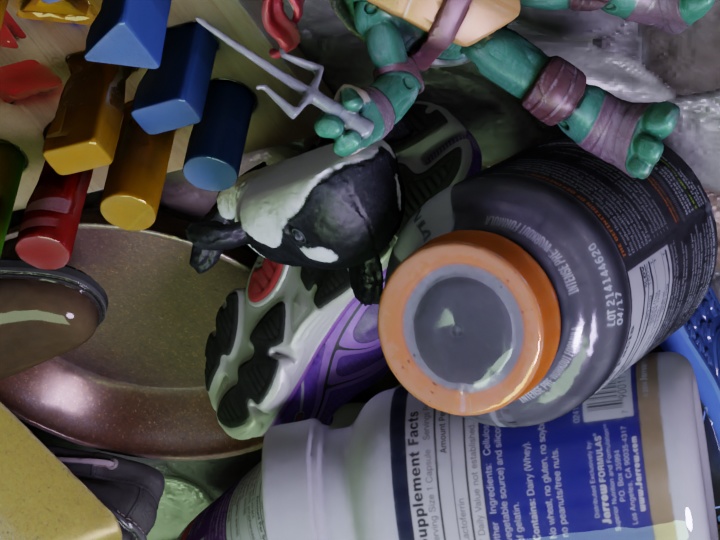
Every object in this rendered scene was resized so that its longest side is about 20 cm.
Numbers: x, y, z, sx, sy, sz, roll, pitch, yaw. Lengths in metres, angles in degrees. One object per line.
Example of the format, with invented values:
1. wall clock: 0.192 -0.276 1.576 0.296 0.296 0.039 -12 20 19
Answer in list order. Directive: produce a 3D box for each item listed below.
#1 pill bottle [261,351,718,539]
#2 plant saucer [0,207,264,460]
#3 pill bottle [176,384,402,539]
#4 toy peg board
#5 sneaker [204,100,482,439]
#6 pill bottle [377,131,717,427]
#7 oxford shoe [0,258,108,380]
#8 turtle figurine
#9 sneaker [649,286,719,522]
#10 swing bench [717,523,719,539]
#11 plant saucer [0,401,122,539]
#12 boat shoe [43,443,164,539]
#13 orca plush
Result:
1. pill bottle: 0.060 0.105 1.252 0.199 0.116 0.116 -8 141 10
2. plant saucer: -0.112 0.027 1.372 0.200 0.037 0.201 6 142 5
3. pill bottle: -0.011 0.137 1.432 0.111 0.112 0.200 25 141 -20
4. toy peg board: -0.147 -0.078 1.191 0.199 0.098 0.200 -12 139 27
5. sneaker: 0.000 0.000 1.275 0.083 0.081 0.200 5 135 -38
6. pill bottle: 0.076 0.004 1.151 0.106 0.200 0.107 5 103 22
7. oxford shoe: -0.214 0.054 1.317 0.200 0.085 0.073 -19 136 9
8. turtle figurine: 0.039 -0.115 1.103 0.200 0.101 0.150 18 102 -14
9. sneaker: 0.144 0.056 1.330 0.078 0.070 0.200 -7 133 24
10. swing bench: 0.166 0.187 1.421 0.199 0.200 0.130 29 97 -26
11. plant saucer: -0.240 0.120 1.436 0.200 0.048 0.200 44 141 2
12. boat shoe: -0.189 0.115 1.480 0.200 0.057 0.067 14 153 34
13. orca plush: -0.023 -0.009 1.178 0.200 0.105 0.071 -15 104 60
